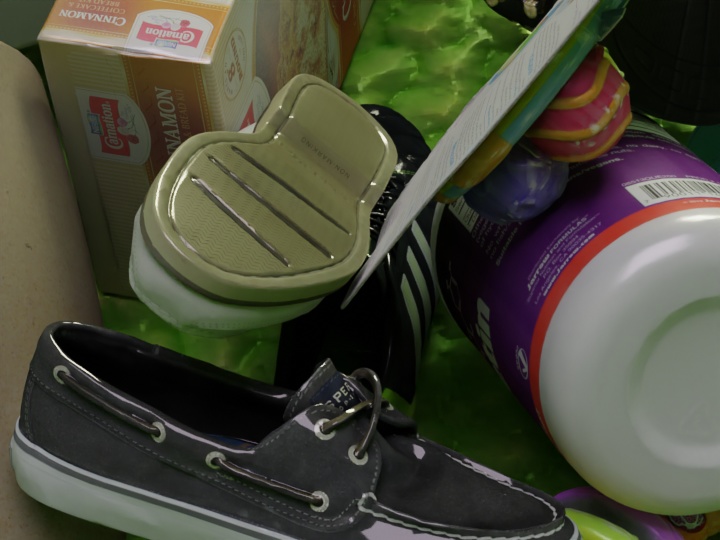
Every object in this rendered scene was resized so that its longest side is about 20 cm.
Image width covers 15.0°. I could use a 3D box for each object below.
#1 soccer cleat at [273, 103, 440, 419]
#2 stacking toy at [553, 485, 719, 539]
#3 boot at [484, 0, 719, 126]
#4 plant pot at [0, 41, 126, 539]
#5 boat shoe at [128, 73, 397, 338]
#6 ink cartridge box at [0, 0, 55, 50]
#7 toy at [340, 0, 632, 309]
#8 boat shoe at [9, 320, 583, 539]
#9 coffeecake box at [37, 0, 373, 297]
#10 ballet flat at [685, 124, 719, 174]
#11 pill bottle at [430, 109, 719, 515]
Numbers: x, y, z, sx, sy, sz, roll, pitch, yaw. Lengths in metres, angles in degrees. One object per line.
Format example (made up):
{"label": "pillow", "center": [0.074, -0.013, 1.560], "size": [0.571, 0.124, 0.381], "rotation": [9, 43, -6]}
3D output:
{"label": "soccer cleat", "center": [0.000, 0.000, 1.076], "size": [0.067, 0.081, 0.200], "rotation": [1, 50, 6]}
{"label": "stacking toy", "center": [0.080, 0.121, 0.972], "size": [0.116, 0.110, 0.200], "rotation": [35, 46, 19]}
{"label": "boot", "center": [0.100, -0.111, 1.111], "size": [0.154, 0.074, 0.204], "rotation": [16, 17, 36]}
{"label": "plant pot", "center": [-0.167, 0.047, 1.009], "size": [0.187, 0.187, 0.200], "rotation": [-22, 69, -13]}
{"label": "boat shoe", "center": [-0.040, -0.010, 0.964], "size": [0.075, 0.068, 0.200], "rotation": [42, 21, 2]}
{"label": "ink cartridge box", "center": [-0.193, -0.159, 1.178], "size": [0.200, 0.083, 0.146], "rotation": [-16, 45, 25]}
{"label": "toy", "center": [0.075, -0.067, 0.948], "size": [0.047, 0.200, 0.115], "rotation": [35, 20, -2]}
{"label": "boat shoe", "center": [-0.020, 0.059, 0.904], "size": [0.200, 0.066, 0.070], "rotation": [15, 26, 16]}
{"label": "coffeecake box", "center": [-0.056, -0.108, 1.123], "size": [0.073, 0.154, 0.200], "rotation": [9, 52, 13]}
{"label": "ballet flat", "center": [0.174, 0.016, 1.062], "size": [0.071, 0.069, 0.200], "rotation": [17, 43, -22]}
{"label": "pill bottle", "center": [0.094, 0.004, 1.015], "size": [0.112, 0.113, 0.200], "rotation": [-17, 23, -9]}
